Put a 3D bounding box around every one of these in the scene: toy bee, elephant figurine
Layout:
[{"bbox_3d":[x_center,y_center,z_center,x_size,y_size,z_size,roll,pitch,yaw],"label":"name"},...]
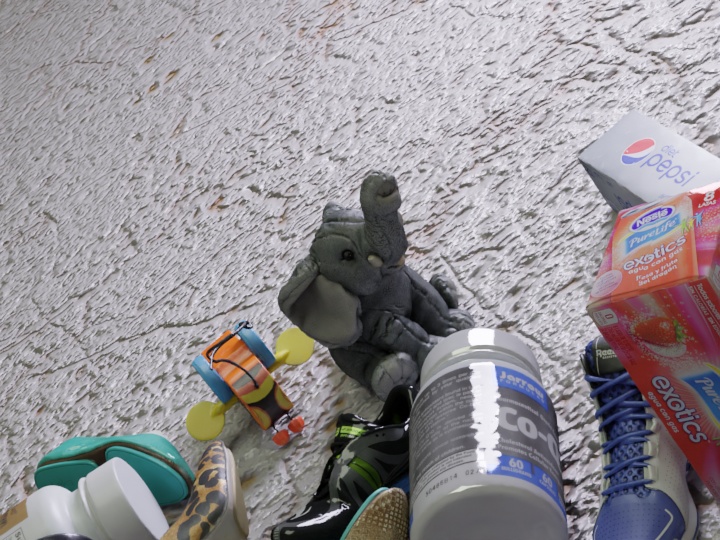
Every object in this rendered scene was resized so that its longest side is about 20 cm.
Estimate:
[{"bbox_3d":[-0.100,0.108,1.776,0.131,0.109,0.200,-37,2,15],"label":"toy bee"},{"bbox_3d":[0.000,0.000,1.695,0.154,0.201,0.142,-31,29,9],"label":"elephant figurine"}]

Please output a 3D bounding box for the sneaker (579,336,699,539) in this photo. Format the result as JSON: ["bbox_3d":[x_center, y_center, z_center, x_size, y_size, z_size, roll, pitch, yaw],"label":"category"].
[{"bbox_3d":[0.189,0.110,1.412,0.080,0.115,0.200,-15,35,35],"label":"sneaker"}]

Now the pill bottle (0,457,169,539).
[{"bbox_3d":[-0.266,0.249,1.711,0.199,0.115,0.115,-34,28,5],"label":"pill bottle"}]

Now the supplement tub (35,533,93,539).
[{"bbox_3d":[-0.221,0.303,1.538,0.106,0.107,0.201,-27,47,16],"label":"supplement tub"}]

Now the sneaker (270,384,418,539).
[{"bbox_3d":[-0.009,0.157,1.559,0.070,0.083,0.199,-5,26,44],"label":"sneaker"}]

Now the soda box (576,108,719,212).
[{"bbox_3d":[0.258,-0.064,1.649,0.068,0.064,0.200,-40,28,-4],"label":"soda box"}]

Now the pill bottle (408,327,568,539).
[{"bbox_3d":[0.091,0.138,1.480,0.113,0.114,0.201,-26,30,18],"label":"pill bottle"}]

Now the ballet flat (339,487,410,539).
[{"bbox_3d":[-0.004,0.254,1.437,0.065,0.070,0.201,29,93,41],"label":"ballet flat"}]

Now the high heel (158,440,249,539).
[{"bbox_3d":[-0.157,0.209,1.528,0.141,0.072,0.201,-10,40,5],"label":"high heel"}]

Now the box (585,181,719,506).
[{"bbox_3d":[0.247,0.052,1.345,0.094,0.201,0.103,-16,33,35],"label":"box"}]

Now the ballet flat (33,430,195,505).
[{"bbox_3d":[-0.211,0.172,1.824,0.199,0.068,0.070,-7,25,39],"label":"ballet flat"}]
